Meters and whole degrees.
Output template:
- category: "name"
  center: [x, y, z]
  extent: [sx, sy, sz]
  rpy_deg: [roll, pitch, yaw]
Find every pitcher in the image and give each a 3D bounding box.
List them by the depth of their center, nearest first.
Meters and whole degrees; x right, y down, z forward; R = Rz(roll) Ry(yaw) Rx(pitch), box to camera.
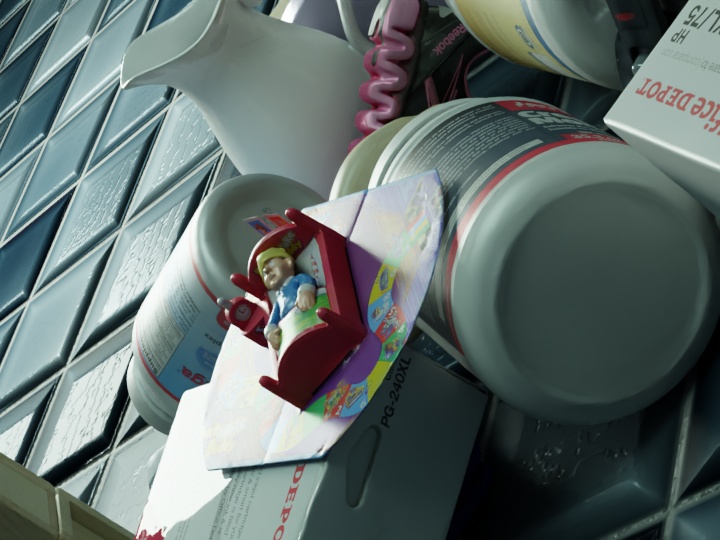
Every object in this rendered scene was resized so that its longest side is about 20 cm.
- category: "pitcher"
  center: [-0.036, -0.133, 1.493]
  extent: [0.172, 0.200, 0.121]
  rpy_deg: [-46, 23, 19]

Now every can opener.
- category: "can opener"
  center: [0.148, -0.141, 1.144]
  extent: [0.078, 0.200, 0.063]
  rpy_deg: [-4, 35, 35]

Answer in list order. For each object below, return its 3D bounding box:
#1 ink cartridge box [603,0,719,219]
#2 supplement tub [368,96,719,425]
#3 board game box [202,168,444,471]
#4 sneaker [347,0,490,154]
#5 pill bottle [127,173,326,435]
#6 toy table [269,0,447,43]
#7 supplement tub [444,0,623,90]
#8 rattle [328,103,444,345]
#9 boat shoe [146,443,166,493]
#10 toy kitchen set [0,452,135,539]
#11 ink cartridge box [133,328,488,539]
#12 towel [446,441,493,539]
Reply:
- category: "ink cartridge box"
  center: [0.236, -0.091, 0.931]
  extent: [0.200, 0.146, 0.147]
  rpy_deg: [-54, 21, 1]
- category: "supplement tub"
  center: [0.088, -0.012, 1.133]
  extent: [0.140, 0.140, 0.200]
  rpy_deg: [-53, 22, 2]
- category: "board game box"
  center: [-0.037, 0.019, 1.110]
  extent: [0.200, 0.039, 0.158]
  rpy_deg: [-14, 50, 58]
- category: "sneaker"
  center: [0.040, -0.079, 1.427]
  extent: [0.079, 0.095, 0.201]
  rpy_deg: [-140, 61, -76]
- category: "pill bottle"
  center: [-0.086, 0.032, 1.442]
  extent: [0.200, 0.109, 0.109]
  rpy_deg: [-55, 13, 52]
- category: "toy table"
  center: [0.000, -0.212, 1.605]
  extent: [0.200, 0.184, 0.117]
  rpy_deg: [-42, 40, 7]
- category: "supplement tub"
  center: [0.132, -0.186, 1.295]
  extent: [0.145, 0.145, 0.200]
  rpy_deg: [-55, 21, -2]
- category: "rattle"
  center: [0.000, 0.000, 1.295]
  extent: [0.200, 0.130, 0.143]
  rpy_deg: [-51, 28, -22]
- category: "boat shoe"
  center: [-0.049, 0.102, 1.375]
  extent: [0.200, 0.073, 0.067]
  rpy_deg: [-43, 51, 25]
- category: "toy kitchen set"
  center: [-0.272, 0.216, 1.495]
  extent: [0.200, 0.180, 0.163]
  rpy_deg: [-52, 20, 9]
- category: "ink cartridge box"
  center: [-0.035, 0.125, 1.145]
  extent: [0.200, 0.083, 0.146]
  rpy_deg: [-21, 46, 56]
- category: "towel"
  center: [-0.004, 0.137, 1.237]
  extent: [0.148, 0.049, 0.200]
  rpy_deg: [-62, 23, -1]
